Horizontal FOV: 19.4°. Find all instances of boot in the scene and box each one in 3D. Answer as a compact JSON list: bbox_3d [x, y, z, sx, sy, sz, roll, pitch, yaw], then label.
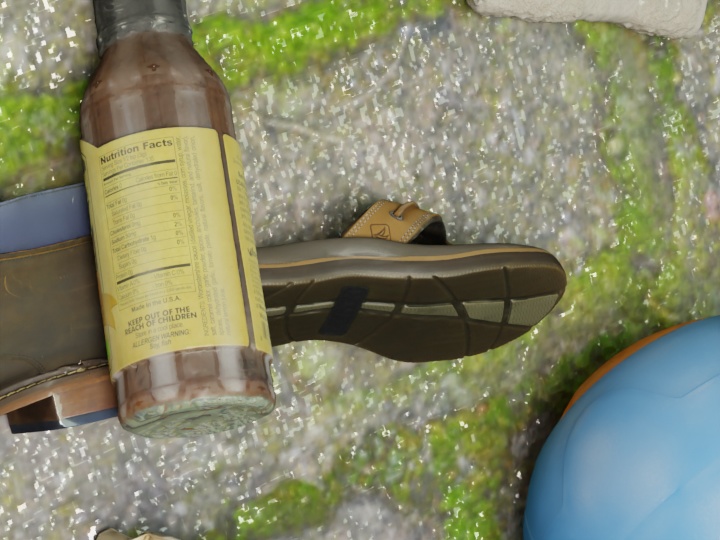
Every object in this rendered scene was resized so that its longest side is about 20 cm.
[{"bbox_3d":[-0.170,0.021,0.806,0.199,0.075,0.097,-8,88,-40],"label":"boot"}]

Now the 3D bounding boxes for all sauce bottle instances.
[{"bbox_3d":[-0.076,-0.036,0.827,0.064,0.065,0.201,3,68,-32],"label":"sauce bottle"}]

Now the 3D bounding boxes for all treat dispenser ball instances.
[{"bbox_3d":[0.172,0.119,0.941,0.200,0.201,0.202,-3,95,-31],"label":"treat dispenser ball"}]

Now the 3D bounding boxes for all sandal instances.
[{"bbox_3d":[0.000,0.000,0.912,0.199,0.082,0.055,0,59,-22],"label":"sandal"}]

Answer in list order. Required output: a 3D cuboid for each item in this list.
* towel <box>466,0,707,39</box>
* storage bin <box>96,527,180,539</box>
[{"bbox_3d":[0.108,-0.212,0.974,0.132,0.034,0.201,2,94,-30],"label":"towel"},{"bbox_3d":[-0.054,0.235,0.862,0.198,0.094,0.201,31,78,-22],"label":"storage bin"}]
